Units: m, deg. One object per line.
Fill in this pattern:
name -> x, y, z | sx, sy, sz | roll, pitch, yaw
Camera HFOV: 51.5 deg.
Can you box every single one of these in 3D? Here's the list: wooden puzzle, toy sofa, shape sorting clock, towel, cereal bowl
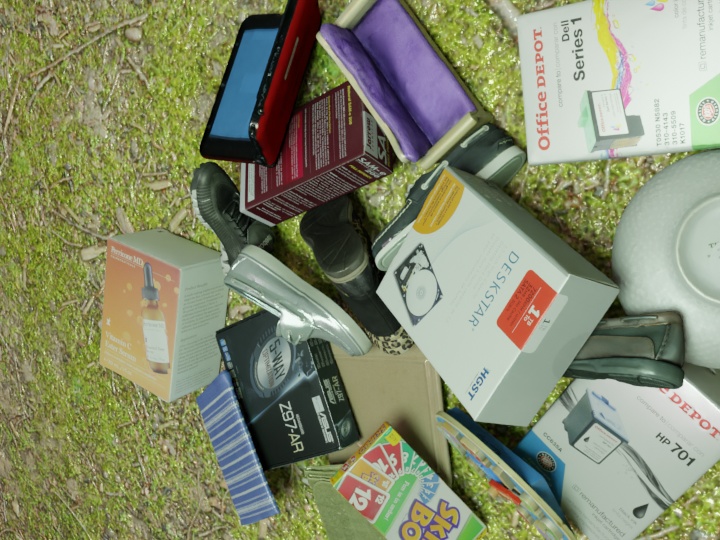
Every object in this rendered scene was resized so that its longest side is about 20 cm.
wooden puzzle -> 0.029, 0.179, 0.955 | 0.183, 0.037, 0.203 | -2, 94, 34
toy sofa -> 0.048, -0.215, 0.819 | 0.083, 0.097, 0.201 | -40, 78, 31
shape sorting clock -> 0.153, 0.227, 0.803 | 0.039, 0.200, 0.200 | -41, 72, -11
towel -> -0.171, 0.246, 1.034 | 0.145, 0.024, 0.202 | -42, 68, 56
cereal bowl -> 0.323, -0.014, 0.654 | 0.197, 0.083, 0.203 | -3, 82, 19
towel -> 0.016, 0.331, 0.962 | 0.147, 0.036, 0.202 | -6, 113, 34

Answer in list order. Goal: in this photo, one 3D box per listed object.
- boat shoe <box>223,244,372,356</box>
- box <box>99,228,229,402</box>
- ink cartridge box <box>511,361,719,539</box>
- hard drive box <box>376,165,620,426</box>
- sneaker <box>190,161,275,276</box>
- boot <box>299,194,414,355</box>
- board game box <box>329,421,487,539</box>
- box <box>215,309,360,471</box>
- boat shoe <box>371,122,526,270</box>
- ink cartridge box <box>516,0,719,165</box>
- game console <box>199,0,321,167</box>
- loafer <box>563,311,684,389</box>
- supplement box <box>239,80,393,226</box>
boat shoe -> -0.079, 0.052, 0.904 | 0.200, 0.070, 0.072 | 36, 76, 9
box -> -0.285, 0.059, 1.087 | 0.151, 0.106, 0.203 | 19, 110, 28
ink cartridge box -> 0.271, 0.164, 0.761 | 0.146, 0.085, 0.201 | 43, 121, 20
hard drive box -> 0.119, 0.019, 0.710 | 0.157, 0.076, 0.200 | -62, 39, 19
sneaker -> -0.152, -0.054, 0.961 | 0.090, 0.067, 0.202 | 19, 143, 29
boot -> 0.000, 0.000, 0.892 | 0.073, 0.200, 0.151 | -33, 119, 3
board game box -> 0.063, 0.281, 0.882 | 0.096, 0.030, 0.200 | -44, 107, -5
box -> -0.101, 0.151, 0.991 | 0.159, 0.043, 0.203 | -22, 83, 35
boat shoe -> 0.085, -0.079, 0.808 | 0.199, 0.076, 0.061 | -37, 67, -5
ink cartridge box -> 0.255, -0.181, 0.699 | 0.198, 0.084, 0.147 | -1, 99, 34
game console -> -0.128, -0.237, 0.879 | 0.117, 0.172, 0.203 | 16, 81, 4
loafer -> 0.212, 0.068, 0.697 | 0.199, 0.071, 0.064 | 0, 72, 55
supplement box -> -0.057, -0.140, 0.902 | 0.198, 0.061, 0.110 | -19, 62, 35
